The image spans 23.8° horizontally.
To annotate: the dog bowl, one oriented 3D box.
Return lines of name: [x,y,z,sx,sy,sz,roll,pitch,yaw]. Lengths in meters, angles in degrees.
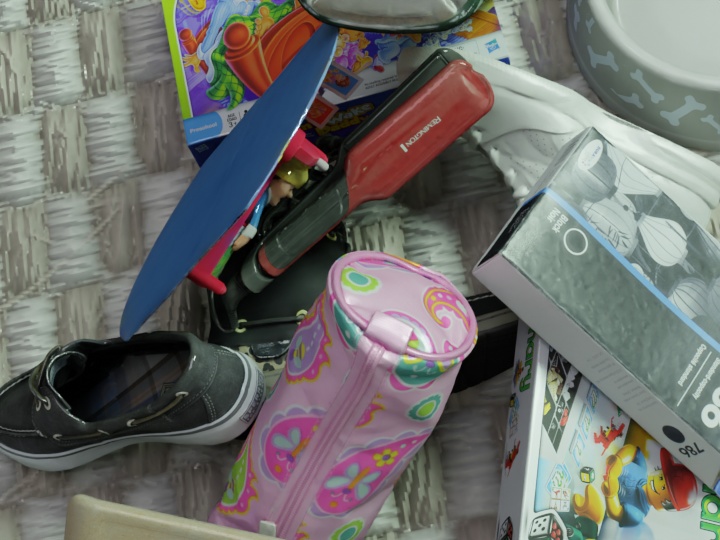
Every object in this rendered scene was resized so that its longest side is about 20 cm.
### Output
dog bowl: [0.218,-0.172,1.005,0.198,0.059,0.202,-4,68,10]

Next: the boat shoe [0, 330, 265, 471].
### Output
boat shoe: [-0.145,0.066,0.938,0.199,0.066,0.071,-5,60,38]

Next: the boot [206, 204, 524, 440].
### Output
boot: [-0.001,0.000,0.972,0.202,0.074,0.155,-16,64,3]

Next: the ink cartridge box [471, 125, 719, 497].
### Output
ink cartridge box: [0.161,0.028,0.886,0.200,0.039,0.100,41,62,-7]

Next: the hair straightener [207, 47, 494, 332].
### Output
hair straightener: [-0.012,-0.044,0.932,0.041,0.077,0.200,40,99,-19]

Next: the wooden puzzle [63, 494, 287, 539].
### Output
wooden puzzle: [-0.076,0.224,0.868,0.198,0.046,0.187,11,102,17]

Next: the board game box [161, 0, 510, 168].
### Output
board game box: [-0.018,-0.151,1.048,0.198,0.045,0.136,-15,67,4]

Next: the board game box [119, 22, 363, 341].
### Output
board game box: [-0.056,-0.037,0.899,0.039,0.200,0.159,33,40,-14]

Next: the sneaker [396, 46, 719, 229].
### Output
sneaker: [0.102,-0.058,0.961,0.199,0.075,0.089,26,94,2]

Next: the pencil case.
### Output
pencil case: [-0.014,0.086,0.880,0.087,0.087,0.201,44,125,23]

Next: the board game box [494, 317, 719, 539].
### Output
board game box: [0.140,0.081,0.902,0.125,0.035,0.202,14,69,-18]

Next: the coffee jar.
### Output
coffee jar: [0.032,-0.181,0.924,0.103,0.200,0.086,5,105,11]
